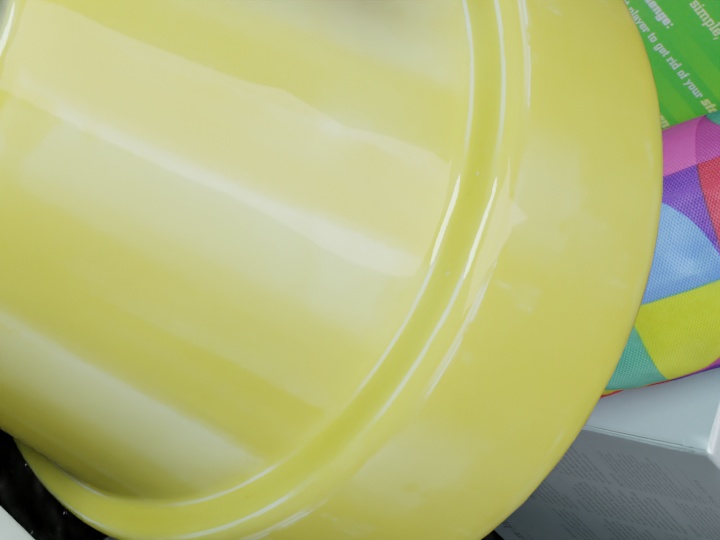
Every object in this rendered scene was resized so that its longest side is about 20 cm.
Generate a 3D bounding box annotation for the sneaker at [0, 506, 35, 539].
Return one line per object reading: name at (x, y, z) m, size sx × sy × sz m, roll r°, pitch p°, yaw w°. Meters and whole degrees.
sneaker at (-0.146, 0.066, 0.695) m, size 0.085 × 0.075 × 0.200 m, roll -55°, pitch 137°, yaw -17°

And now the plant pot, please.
plant pot at (-0.057, -0.033, 0.715) m, size 0.188 × 0.200 × 0.202 m, roll 21°, pitch 80°, yaw -43°

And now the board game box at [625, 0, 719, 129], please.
board game box at (0.085, -0.069, 0.911) m, size 0.096 × 0.199 × 0.030 m, roll 62°, pitch 24°, yaw -26°

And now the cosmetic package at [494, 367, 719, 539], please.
cosmetic package at (0.096, 0.067, 1.025) m, size 0.200 × 0.150 × 0.052 m, roll 45°, pitch 58°, yaw -55°

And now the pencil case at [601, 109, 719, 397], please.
pencil case at (0.086, -0.001, 0.891) m, size 0.088 × 0.199 × 0.089 m, roll -16°, pitch 90°, yaw -70°

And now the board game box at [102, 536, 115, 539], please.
board game box at (-0.066, 0.150, 0.887) m, size 0.200 × 0.034 × 0.135 m, roll -23°, pitch 117°, yaw -55°
